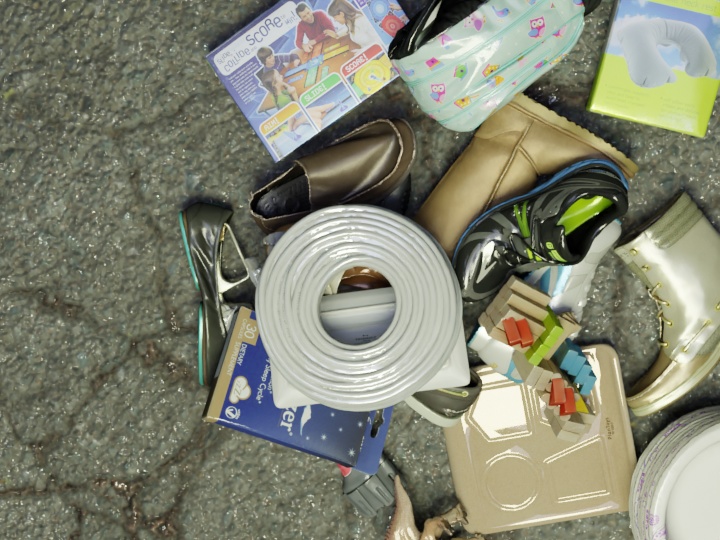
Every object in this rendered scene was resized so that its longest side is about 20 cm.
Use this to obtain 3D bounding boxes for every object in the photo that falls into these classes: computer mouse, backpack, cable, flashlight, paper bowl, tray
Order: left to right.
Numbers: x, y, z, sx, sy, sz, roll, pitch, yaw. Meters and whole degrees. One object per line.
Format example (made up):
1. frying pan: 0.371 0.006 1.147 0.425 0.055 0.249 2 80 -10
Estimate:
1. flashlight: -0.043 0.183 1.174 0.200 0.068 0.068 50 62 -7
2. cable: -0.002 0.032 1.037 0.199 0.069 0.201 -18 79 1
3. tray: 0.005 0.072 1.077 0.198 0.022 0.108 -8 81 3
4. computer mouse: 0.011 -0.025 1.149 0.058 0.034 0.201 13 100 3
5. backpack: 0.126 -0.232 1.034 0.200 0.167 0.127 -39 100 1
6. paper bowl: 0.372 0.238 1.105 0.199 0.104 0.202 -1 96 -8

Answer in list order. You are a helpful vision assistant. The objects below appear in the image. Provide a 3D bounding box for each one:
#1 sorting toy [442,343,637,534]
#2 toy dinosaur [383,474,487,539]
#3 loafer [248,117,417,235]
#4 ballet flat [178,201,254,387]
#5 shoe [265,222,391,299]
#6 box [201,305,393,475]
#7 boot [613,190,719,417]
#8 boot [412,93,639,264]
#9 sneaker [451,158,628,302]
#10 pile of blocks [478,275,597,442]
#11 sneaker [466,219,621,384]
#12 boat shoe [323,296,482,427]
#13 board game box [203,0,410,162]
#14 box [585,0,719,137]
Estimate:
1. sorting toy: 0.191 0.182 1.165 0.199 0.036 0.187 -10 97 12
2. toy dinosaur: 0.068 0.325 1.153 0.135 0.086 0.200 -33 102 17
3. loafer: -0.031 -0.091 1.105 0.199 0.071 0.073 -32 75 18
4. ballet flat: -0.150 0.026 1.159 0.068 0.068 0.202 -6 99 -2
5. shoe: 0.000 0.000 1.114 0.199 0.053 0.070 15 111 -12
6. box: -0.053 0.128 1.129 0.199 0.032 0.122 21 70 -16
7. boot: 0.310 0.035 1.108 0.155 0.072 0.200 44 93 -3
8. boot: 0.163 -0.068 1.115 0.174 0.066 0.201 31 101 10
9. sneaker: 0.171 -0.034 1.047 0.199 0.083 0.071 -33 118 15
10. pile of blocks: 0.194 0.095 1.059 0.082 0.062 0.200 -33 119 8
11. sneaker: 0.202 0.026 1.112 0.081 0.077 0.200 42 99 1
12. boat shoe: 0.034 0.082 1.121 0.200 0.072 0.061 33 126 -2
13. board game box: -0.044 -0.224 1.122 0.199 0.034 0.136 -33 94 9
14. box: 0.310 -0.245 1.078 0.121 0.048 0.201 13 101 3
